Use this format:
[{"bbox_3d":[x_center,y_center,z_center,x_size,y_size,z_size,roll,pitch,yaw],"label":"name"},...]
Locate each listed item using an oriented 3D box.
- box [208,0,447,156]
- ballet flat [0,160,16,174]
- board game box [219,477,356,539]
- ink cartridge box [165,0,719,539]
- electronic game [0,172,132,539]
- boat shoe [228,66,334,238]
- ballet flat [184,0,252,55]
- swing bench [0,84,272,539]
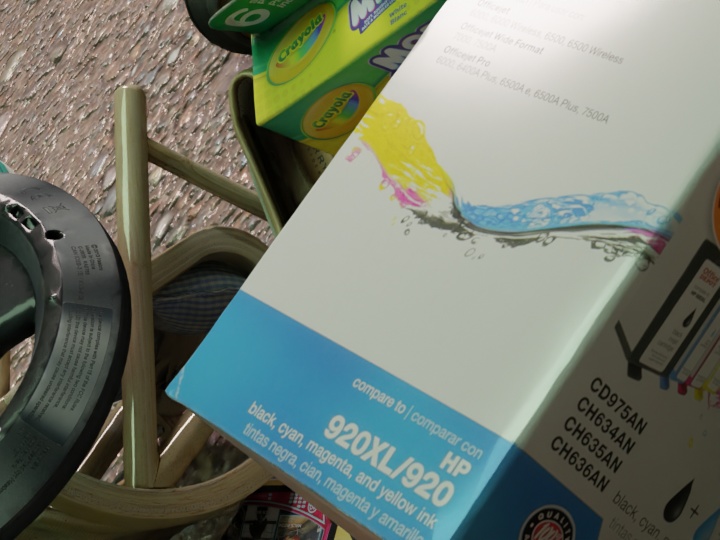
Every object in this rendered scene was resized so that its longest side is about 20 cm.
[{"bbox_3d":[0.050,-0.076,0.790,0.117,0.199,0.049,-32,50,39],"label":"box"},{"bbox_3d":[-0.198,0.038,0.929,0.069,0.069,0.201,-25,38,44],"label":"ballet flat"},{"bbox_3d":[-0.004,0.141,0.831,0.136,0.035,0.200,-57,28,0],"label":"board game box"},{"bbox_3d":[0.073,0.016,0.679,0.144,0.147,0.201,27,79,48],"label":"ink cartridge box"},{"bbox_3d":[-0.182,0.044,0.837,0.199,0.042,0.201,-15,50,19],"label":"electronic game"},{"bbox_3d":[0.000,0.000,0.869,0.073,0.063,0.201,-43,60,22],"label":"boat shoe"},{"bbox_3d":[0.024,-0.099,0.872,0.068,0.198,0.069,-122,39,-81],"label":"ballet flat"},{"bbox_3d":[-0.116,0.060,0.960,0.199,0.129,0.201,-36,34,53],"label":"swing bench"}]
